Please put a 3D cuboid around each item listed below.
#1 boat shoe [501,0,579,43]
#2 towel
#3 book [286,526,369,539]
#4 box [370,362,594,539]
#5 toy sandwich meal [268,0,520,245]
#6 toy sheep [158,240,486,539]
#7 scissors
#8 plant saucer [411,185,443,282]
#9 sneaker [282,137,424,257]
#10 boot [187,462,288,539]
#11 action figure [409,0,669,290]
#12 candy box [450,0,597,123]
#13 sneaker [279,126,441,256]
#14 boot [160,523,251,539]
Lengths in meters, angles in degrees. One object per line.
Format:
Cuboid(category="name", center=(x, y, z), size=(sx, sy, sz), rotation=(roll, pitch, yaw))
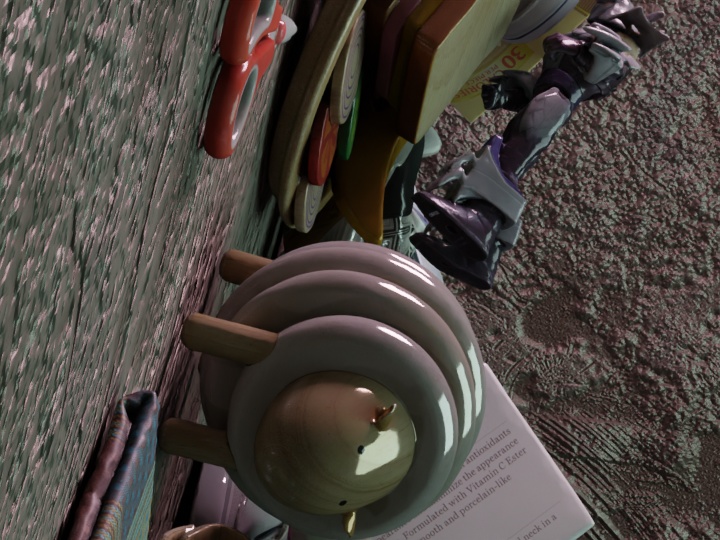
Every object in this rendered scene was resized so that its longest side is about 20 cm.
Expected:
Cuboid(category="boat shoe", center=(0.104, -0.209, 1.050), size=(0.067, 0.073, 0.201), rotation=(-21, 145, -48))
Cuboid(category="towel", center=(-0.102, 0.159, 0.672), size=(0.147, 0.021, 0.201), rotation=(-75, 176, -48))
Cuboid(category="book", center=(-0.023, 0.171, 0.954), size=(0.134, 0.048, 0.201), rotation=(-93, -172, -45))
Cuboid(category="box", center=(0.026, 0.173, 1.292), size=(0.198, 0.131, 0.200), rotation=(-35, 178, -7))
Cuboid(category="toy sandwich meal", center=(0.022, -0.104, 1.012), size=(0.206, 0.070, 0.205), rotation=(-62, 171, -17))
Cuboid(category="toy sheep", center=(-0.010, 0.048, 0.839), size=(0.200, 0.137, 0.139), rotation=(-71, 176, -67))
Cuboid(category="scissors", center=(-0.034, -0.102, 0.772), size=(0.200, 0.014, 0.074), rotation=(-67, 170, -68))
Cuboid(category="plant saucer", center=(0.018, 0.012, 1.219), size=(0.019, 0.069, 0.202), rotation=(32, 37, -56))
Cuboid(category="sneaker", center=(0.000, 0.000, 1.121), size=(0.075, 0.087, 0.201), rotation=(-9, -128, 52))
Cuboid(category="boot", center=(-0.038, 0.118, 1.065), size=(0.200, 0.095, 0.074), rotation=(-69, 173, -74))
Cuboid(category="action figure", center=(0.102, -0.090, 1.091), size=(0.201, 0.069, 0.130), rotation=(-55, -178, -20))
Cuboid(category="candy box", center=(0.097, -0.198, 1.159), size=(0.200, 0.115, 0.055), rotation=(-42, -166, 25))
Cuboid(category="sneaker", center=(-0.007, -0.010, 1.186), size=(0.075, 0.086, 0.202), rotation=(-71, 177, -85))
Cuboid(category="boot", center=(-0.078, 0.199, 0.945), size=(0.200, 0.071, 0.156), rotation=(-54, 156, -84))
